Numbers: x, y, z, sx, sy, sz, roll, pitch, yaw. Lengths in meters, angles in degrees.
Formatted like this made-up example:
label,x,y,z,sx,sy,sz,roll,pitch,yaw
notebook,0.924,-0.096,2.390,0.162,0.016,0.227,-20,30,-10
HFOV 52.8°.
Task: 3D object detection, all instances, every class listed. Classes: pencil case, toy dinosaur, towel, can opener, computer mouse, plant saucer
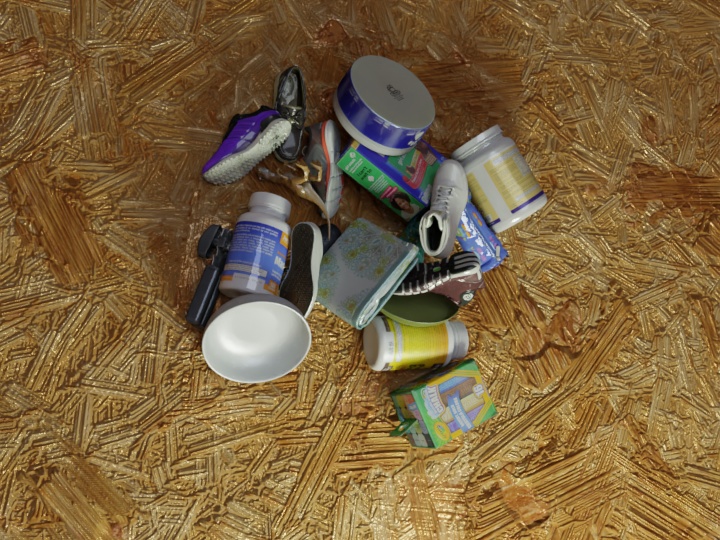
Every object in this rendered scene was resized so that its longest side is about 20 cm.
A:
label,x,y,z,sx,sy,sz,roll,pitch,yaw
pencil case,0.238,-0.085,1.536,0.078,0.087,0.200,-42,115,-14
toy dinosaur,-0.110,-0.165,1.453,0.199,0.107,0.060,35,34,9
towel,0.000,0.000,1.426,0.200,0.171,0.048,-49,141,-12
can opener,-0.295,0.008,1.386,0.066,0.053,0.201,14,73,17
computer mouse,-0.115,-0.028,1.457,0.200,0.034,0.059,-43,96,-21
plant saucer,0.103,0.053,1.467,0.199,0.031,0.200,10,33,-7

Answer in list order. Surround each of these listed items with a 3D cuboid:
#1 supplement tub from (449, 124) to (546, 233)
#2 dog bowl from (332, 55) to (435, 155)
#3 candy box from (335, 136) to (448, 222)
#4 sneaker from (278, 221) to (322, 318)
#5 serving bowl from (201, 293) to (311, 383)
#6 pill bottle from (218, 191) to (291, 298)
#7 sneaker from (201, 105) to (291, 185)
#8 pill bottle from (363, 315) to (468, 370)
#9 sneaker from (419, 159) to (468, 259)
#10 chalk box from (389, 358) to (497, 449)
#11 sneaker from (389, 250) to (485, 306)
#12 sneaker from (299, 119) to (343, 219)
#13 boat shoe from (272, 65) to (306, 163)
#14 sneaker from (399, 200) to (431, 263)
label,x,y,z,sx,sy,sz,roll,pitch,yaw
supplement tub,0.297,-0.198,1.577,0.145,0.145,0.201,-31,91,-22
dog bowl,0.049,-0.334,1.461,0.199,0.079,0.201,18,50,-22
candy box,0.068,-0.225,1.509,0.200,0.077,0.170,36,47,-10
sneaker,-0.105,0.006,1.408,0.072,0.085,0.201,14,98,13
serving bowl,-0.194,0.116,1.344,0.199,0.201,0.066,4,35,-19
pill bottle,-0.194,-0.043,1.389,0.111,0.112,0.201,18,73,-16
sneaker,-0.241,-0.256,1.443,0.200,0.070,0.100,-37,65,-7
pill bottle,0.113,0.144,1.465,0.199,0.109,0.110,0,80,-19
sneaker,0.163,-0.123,1.415,0.073,0.116,0.201,7,92,15
chalk box,0.145,0.273,1.444,0.199,0.124,0.124,-22,88,-23
sneaker,0.151,0.038,1.421,0.116,0.199,0.076,56,31,-40
sneaker,-0.084,-0.206,1.494,0.081,0.077,0.202,0,91,19
boat shoe,-0.148,-0.323,1.484,0.073,0.065,0.201,1,80,-21
sneaker,0.109,-0.061,1.503,0.077,0.080,0.201,20,61,5
